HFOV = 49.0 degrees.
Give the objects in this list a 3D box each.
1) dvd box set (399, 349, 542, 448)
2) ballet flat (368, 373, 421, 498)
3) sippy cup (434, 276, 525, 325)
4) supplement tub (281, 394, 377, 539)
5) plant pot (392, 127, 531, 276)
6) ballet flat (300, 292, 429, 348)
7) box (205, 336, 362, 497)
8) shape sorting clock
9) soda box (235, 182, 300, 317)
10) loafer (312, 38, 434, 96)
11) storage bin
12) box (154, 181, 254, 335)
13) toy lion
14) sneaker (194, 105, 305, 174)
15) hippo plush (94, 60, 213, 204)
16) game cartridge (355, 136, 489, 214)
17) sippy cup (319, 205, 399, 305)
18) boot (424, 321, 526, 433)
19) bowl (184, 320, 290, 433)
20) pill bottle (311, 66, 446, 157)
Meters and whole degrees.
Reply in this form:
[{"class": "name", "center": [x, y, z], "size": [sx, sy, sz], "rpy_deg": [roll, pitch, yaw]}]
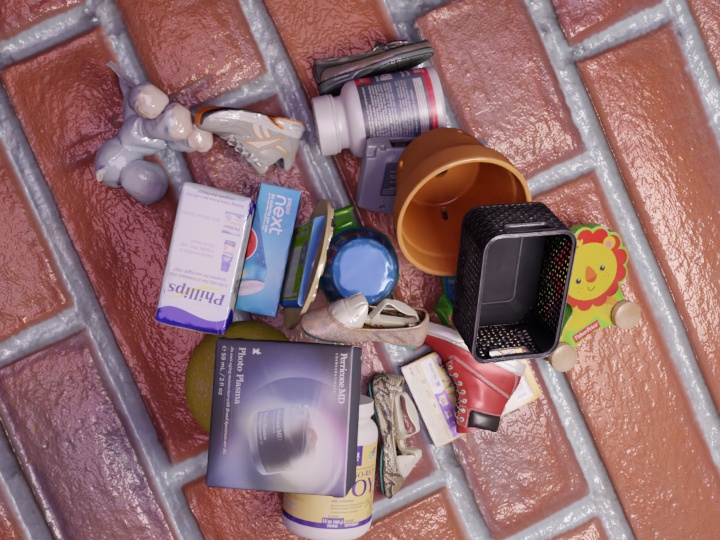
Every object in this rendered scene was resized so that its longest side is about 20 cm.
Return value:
[{"class": "dvd box set", "center": [0.181, 0.182, 1.300], "size": [0.197, 0.029, 0.148], "rpy_deg": [-26, 92, -2]}, {"class": "ballet flat", "center": [0.061, 0.266, 1.271], "size": [0.074, 0.068, 0.204], "rpy_deg": [-7, 90, 22]}, {"class": "sippy cup", "center": [0.203, 0.015, 1.249], "size": [0.137, 0.130, 0.181], "rpy_deg": [19, 90, -4]}, {"class": "supplement tub", "center": [-0.046, 0.299, 1.230], "size": [0.142, 0.145, 0.204], "rpy_deg": [4, 91, -4]}, {"class": "plant pot", "center": [0.133, -0.114, 1.154], "size": [0.196, 0.141, 0.203], "rpy_deg": [-7, 130, -8]}, {"class": "ballet flat", "center": [0.012, 0.066, 1.135], "size": [0.196, 0.069, 0.068], "rpy_deg": [6, 129, -26]}, {"class": "box", "center": [-0.102, 0.199, 1.108], "size": [0.194, 0.123, 0.204], "rpy_deg": [2, 84, 5]}, {"class": "shape sorting clock", "center": [-0.079, -0.009, 1.195], "size": [0.039, 0.200, 0.204], "rpy_deg": [12, 91, -15]}, {"class": "soda box", "center": [-0.146, -0.032, 1.257], "size": [0.066, 0.064, 0.204], "rpy_deg": [12, 90, -4]}, {"class": "loafer", "center": [0.018, -0.339, 1.261], "size": [0.197, 0.072, 0.064], "rpy_deg": [-20, 85, -1]}, {"class": "storage bin", "center": [0.211, 0.017, 1.108], "size": [0.132, 0.094, 0.203], "rpy_deg": [-5, 120, -12]}, {"class": "box", "center": [-0.228, -0.019, 1.192], "size": [0.103, 0.184, 0.204], "rpy_deg": [12, 91, -6]}, {"class": "toy lion", "center": [0.346, 0.032, 1.267], "size": [0.198, 0.069, 0.193], "rpy_deg": [-33, 110, -2]}, {"class": "sneaker", "center": [-0.166, -0.196, 1.207], "size": [0.198, 0.075, 0.094], "rpy_deg": [3, 101, -45]}, {"class": "hippo plush", "center": [-0.338, -0.194, 1.192], "size": [0.198, 0.159, 0.162], "rpy_deg": [33, 88, -5]}, {"class": "game cartridge", "center": [0.093, -0.147, 1.241], "size": [0.196, 0.134, 0.042], "rpy_deg": [-2, 50, -14]}, {"class": "sippy cup", "center": [0.000, 0.000, 1.227], "size": [0.177, 0.130, 0.141], "rpy_deg": [37, 89, -4]}, {"class": "boot", "center": [0.148, 0.173, 1.249], "size": [0.197, 0.072, 0.146], "rpy_deg": [27, 90, -5]}, {"class": "bowl", "center": [-0.184, 0.184, 1.237], "size": [0.196, 0.108, 0.205], "rpy_deg": [0, 92, -4]}, {"class": "pill bottle", "center": [0.027, -0.242, 1.236], "size": [0.196, 0.120, 0.122], "rpy_deg": [-11, 92, -4]}]
